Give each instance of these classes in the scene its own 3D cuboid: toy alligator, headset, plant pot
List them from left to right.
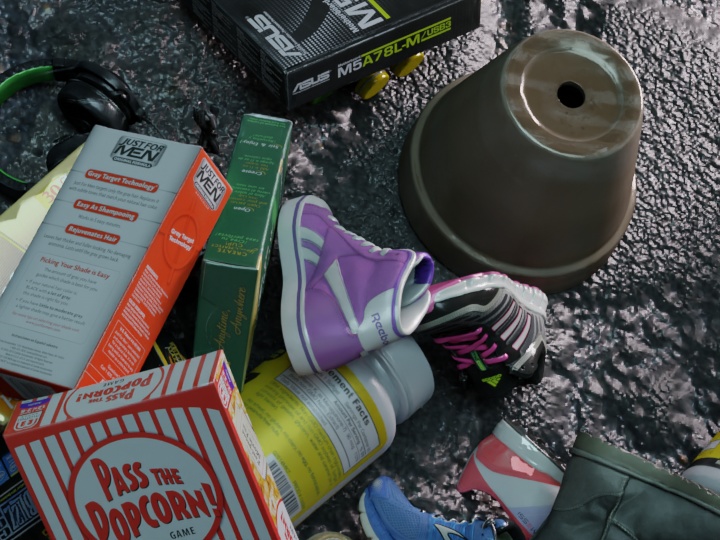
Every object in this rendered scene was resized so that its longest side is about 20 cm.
[{"bbox_3d":[-0.211,-0.113,1.692,0.200,0.094,0.124,6,65,2],"label":"headset"},{"bbox_3d":[0.033,-0.204,1.812,0.200,0.054,0.059,-34,78,-24],"label":"toy alligator"},{"bbox_3d":[0.145,-0.104,1.729,0.200,0.174,0.200,5,65,-10],"label":"plant pot"}]

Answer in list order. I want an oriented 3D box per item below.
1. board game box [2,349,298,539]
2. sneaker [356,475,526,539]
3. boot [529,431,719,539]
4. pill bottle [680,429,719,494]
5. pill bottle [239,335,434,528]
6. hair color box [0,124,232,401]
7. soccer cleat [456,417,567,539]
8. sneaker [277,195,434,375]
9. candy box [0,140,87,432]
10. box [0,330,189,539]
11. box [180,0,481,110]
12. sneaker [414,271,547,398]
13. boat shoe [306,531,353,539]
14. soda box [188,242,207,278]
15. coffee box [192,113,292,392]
[{"bbox_3d":[-0.131,0.164,1.438,0.151,0.200,0.046,-15,24,13],"label":"board game box"},{"bbox_3d":[0.078,0.214,1.589,0.089,0.079,0.200,-49,55,-1],"label":"sneaker"},{"bbox_3d":[0.191,0.242,1.596,0.182,0.073,0.200,23,84,16],"label":"boot"},{"bbox_3d":[0.347,0.142,1.700,0.112,0.112,0.200,42,64,7],"label":"pill bottle"},{"bbox_3d":[-0.046,0.119,1.617,0.200,0.114,0.114,-38,79,-25],"label":"pill bottle"},{"bbox_3d":[-0.182,0.001,1.506,0.101,0.061,0.200,13,66,30],"label":"hair color box"},{"bbox_3d":[0.164,0.204,1.665,0.200,0.068,0.073,43,93,-1],"label":"soccer cleat"},{"bbox_3d":[0.000,0.001,1.601,0.114,0.073,0.201,-19,35,8],"label":"sneaker"},{"bbox_3d":[-0.235,0.013,1.575,0.115,0.055,0.200,46,68,-1],"label":"candy box"},{"bbox_3d":[-0.180,0.161,1.537,0.200,0.049,0.160,-36,72,20],"label":"box"},{"bbox_3d":[-0.032,-0.235,1.776,0.193,0.048,0.200,-23,49,-23],"label":"box"},{"bbox_3d":[0.095,0.054,1.660,0.074,0.200,0.088,-13,78,26],"label":"sneaker"},{"bbox_3d":[0.029,0.270,1.592,0.074,0.069,0.200,-37,79,-24],"label":"boat shoe"},{"bbox_3d":[-0.220,0.004,1.650,0.200,0.068,0.064,-24,80,-22],"label":"soda box"},{"bbox_3d":[-0.090,-0.015,1.619,0.044,0.123,0.200,10,35,0],"label":"coffee box"}]
